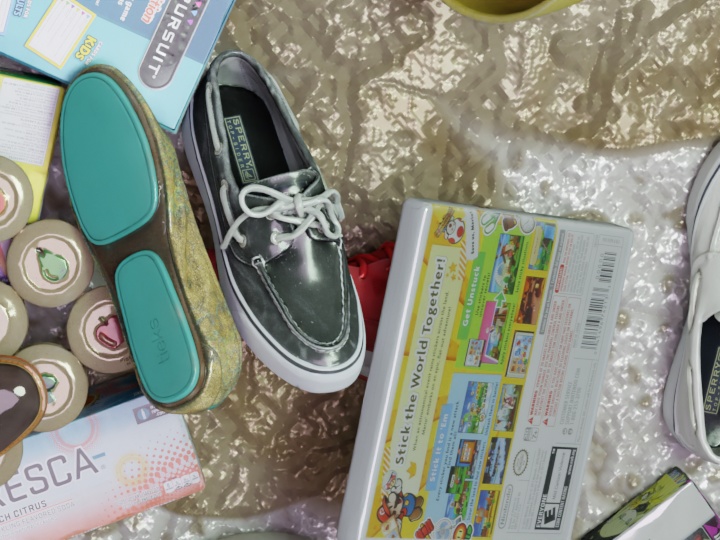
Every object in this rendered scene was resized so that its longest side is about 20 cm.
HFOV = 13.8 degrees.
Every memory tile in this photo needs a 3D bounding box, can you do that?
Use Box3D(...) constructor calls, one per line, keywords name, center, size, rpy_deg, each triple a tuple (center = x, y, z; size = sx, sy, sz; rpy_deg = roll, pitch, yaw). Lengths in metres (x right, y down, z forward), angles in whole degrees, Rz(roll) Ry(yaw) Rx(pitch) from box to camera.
Box3D(name="memory tile", center=(-0.227, 0.046, 1.654), size=(0.200, 0.017, 0.153), rpy_deg=(-42, 101, -3))

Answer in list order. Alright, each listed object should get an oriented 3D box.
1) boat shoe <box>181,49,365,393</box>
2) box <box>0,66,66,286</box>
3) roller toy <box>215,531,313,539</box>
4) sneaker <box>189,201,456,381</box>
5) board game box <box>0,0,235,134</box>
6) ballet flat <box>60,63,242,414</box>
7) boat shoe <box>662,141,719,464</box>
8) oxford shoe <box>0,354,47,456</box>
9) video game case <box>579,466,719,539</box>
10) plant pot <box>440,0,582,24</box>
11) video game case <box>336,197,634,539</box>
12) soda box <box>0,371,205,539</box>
Box3D(name="boat shoe", center=(-0.043, -0.031, 1.654), size=(0.073, 0.068, 0.200), rpy_deg=(-8, 65, -19))
Box3D(name="box", center=(-0.242, -0.020, 1.679), size=(0.117, 0.048, 0.201), rpy_deg=(12, 97, -15))
Box3D(name="roller toy", center=(-0.055, 0.254, 1.729), size=(0.199, 0.140, 0.183), rpy_deg=(4, 101, -12))
Box3D(name="sneaker", center=(0.000, 0.000, 1.731), size=(0.200, 0.078, 0.116), rpy_deg=(25, 87, -28))
Box3D(name="board game box", center=(-0.163, -0.186, 1.659), size=(0.200, 0.047, 0.151), rpy_deg=(24, 96, -16))
Box3D(name="ballet flat", center=(-0.114, -0.016, 1.649), size=(0.070, 0.071, 0.201), rpy_deg=(-17, 79, -8))
Box3D(name="boat shoe", center=(0.225, 0.018, 1.778), size=(0.072, 0.066, 0.201), rpy_deg=(12, 99, -14))
Box3D(name="oxford shoe", center=(-0.261, 0.102, 1.608), size=(0.200, 0.073, 0.071), rpy_deg=(-23, 99, -7))
Box3D(name="video game case", center=(0.180, 0.251, 1.834), size=(0.181, 0.036, 0.200), rpy_deg=(-36, 107, -2))
Box3D(name="plant pot", center=(0.124, -0.242, 1.653), size=(0.142, 0.200, 0.201), rpy_deg=(-9, 105, -37))
Box3D(name="video game case", center=(0.074, 0.064, 1.728), size=(0.182, 0.023, 0.201), rpy_deg=(6, 98, -45))
Box3D(name="soda box", center=(-0.194, 0.121, 1.710), size=(0.199, 0.064, 0.069), rpy_deg=(-19, 103, -8))
